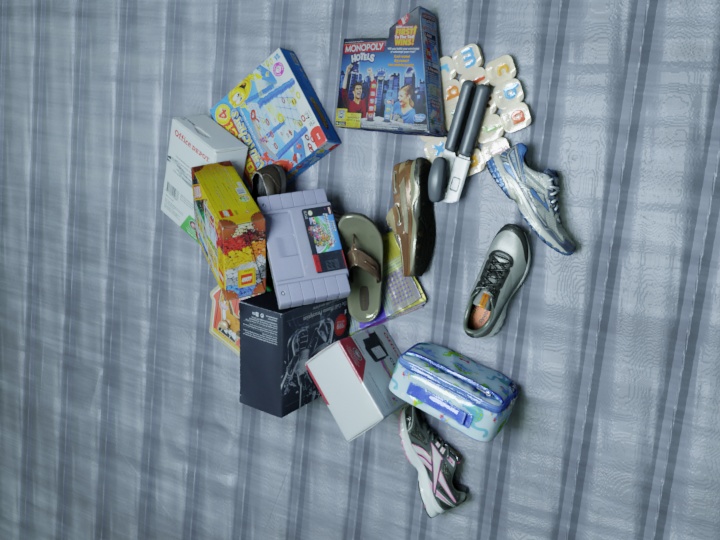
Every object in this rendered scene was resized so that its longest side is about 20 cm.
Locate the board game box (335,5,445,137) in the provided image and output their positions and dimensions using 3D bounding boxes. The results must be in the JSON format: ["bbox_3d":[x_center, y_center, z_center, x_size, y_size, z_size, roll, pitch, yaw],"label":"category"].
[{"bbox_3d":[0.060,-0.339,1.256,0.197,0.061,0.205,12,98,34],"label":"board game box"}]

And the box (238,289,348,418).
[{"bbox_3d":[-0.115,0.131,1.309,0.102,0.198,0.187,12,108,32],"label":"box"}]

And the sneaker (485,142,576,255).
[{"bbox_3d":[0.286,-0.116,1.165,0.085,0.077,0.202,-37,84,13],"label":"sneaker"}]

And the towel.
[{"bbox_3d":[0.016,0.027,1.345,0.197,0.023,0.147,-24,85,27],"label":"towel"}]

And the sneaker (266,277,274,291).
[{"bbox_3d":[-0.164,-0.018,1.397,0.073,0.083,0.203,-32,80,26],"label":"sneaker"}]

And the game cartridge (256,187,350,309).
[{"bbox_3d":[-0.095,-0.042,1.241,0.126,0.039,0.204,-11,67,-10],"label":"game cartridge"}]

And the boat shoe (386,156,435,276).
[{"bbox_3d":[0.085,-0.091,1.276,0.072,0.075,0.206,2,89,32],"label":"boat shoe"}]

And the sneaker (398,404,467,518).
[{"bbox_3d":[0.132,0.324,1.298,0.085,0.080,0.204,-19,94,15],"label":"sneaker"}]

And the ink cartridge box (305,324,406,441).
[{"bbox_3d":[0.011,0.185,1.266,0.082,0.199,0.148,-35,80,22],"label":"ink cartridge box"}]

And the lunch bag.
[{"bbox_3d":[0.154,0.196,1.215,0.197,0.160,0.084,25,106,23],"label":"lunch bag"}]

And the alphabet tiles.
[{"bbox_3d":[0.183,-0.267,1.234,0.192,0.015,0.205,-19,86,30],"label":"alphabet tiles"}]

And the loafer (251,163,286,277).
[{"bbox_3d":[-0.179,-0.089,1.322,0.072,0.071,0.206,4,96,34],"label":"loafer"}]

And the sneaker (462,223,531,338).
[{"bbox_3d":[0.223,0.022,1.209,0.073,0.079,0.204,24,104,24],"label":"sneaker"}]

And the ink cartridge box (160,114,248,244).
[{"bbox_3d":[-0.302,-0.176,1.414,0.146,0.082,0.203,38,127,29],"label":"ink cartridge box"}]

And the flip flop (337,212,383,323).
[{"bbox_3d":[0.000,0.000,1.275,0.079,0.058,0.205,0,109,8],"label":"flip flop"}]

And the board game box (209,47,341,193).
[{"bbox_3d":[-0.163,-0.273,1.386,0.194,0.056,0.203,-33,80,25],"label":"board game box"}]

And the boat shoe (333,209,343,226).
[{"bbox_3d":[-0.070,-0.079,1.351,0.196,0.073,0.076,22,108,17],"label":"boat shoe"}]

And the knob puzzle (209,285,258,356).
[{"bbox_3d":[-0.227,0.100,1.431,0.216,0.030,0.224,20,125,31],"label":"knob puzzle"}]

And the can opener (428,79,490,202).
[{"bbox_3d":[0.159,-0.208,1.208,0.052,0.067,0.205,21,106,24],"label":"can opener"}]

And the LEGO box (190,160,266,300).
[{"bbox_3d":[-0.231,-0.073,1.285,0.201,0.076,0.152,-126,32,-45],"label":"LEGO box"}]
